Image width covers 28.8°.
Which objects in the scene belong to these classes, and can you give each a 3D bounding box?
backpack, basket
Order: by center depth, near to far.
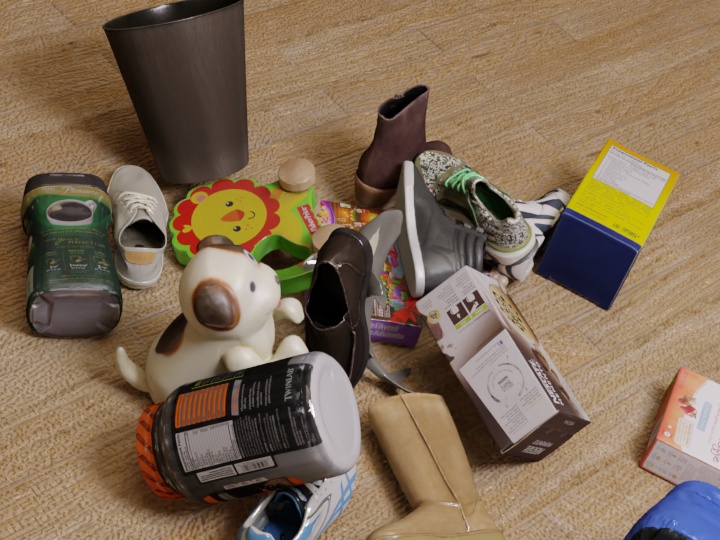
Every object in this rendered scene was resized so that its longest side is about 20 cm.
[{"bbox_3d":[0.322,0.302,1.376,0.162,0.201,0.168,33,43,17],"label":"backpack"},{"bbox_3d":[-0.209,-0.217,1.710,0.180,0.201,0.136,-19,23,-27],"label":"basket"}]

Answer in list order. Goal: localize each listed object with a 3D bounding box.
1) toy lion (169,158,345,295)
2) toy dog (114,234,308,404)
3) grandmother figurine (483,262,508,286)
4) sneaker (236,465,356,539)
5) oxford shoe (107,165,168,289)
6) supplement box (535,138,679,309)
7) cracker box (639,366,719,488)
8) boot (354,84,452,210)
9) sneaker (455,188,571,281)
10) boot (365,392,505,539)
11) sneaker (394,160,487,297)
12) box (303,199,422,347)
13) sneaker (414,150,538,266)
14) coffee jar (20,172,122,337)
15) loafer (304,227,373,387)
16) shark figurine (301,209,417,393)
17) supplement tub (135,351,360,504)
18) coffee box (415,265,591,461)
[{"bbox_3d":[-0.124,-0.042,1.655,0.191,0.069,0.200,-20,47,-11],"label":"toy lion"},{"bbox_3d":[-0.147,0.057,1.459,0.193,0.201,0.140,16,41,-4],"label":"toy dog"},{"bbox_3d":[0.128,0.017,1.717,0.121,0.061,0.200,-7,50,-38],"label":"grandmother figurine"},{"bbox_3d":[-0.057,0.229,1.408,0.072,0.073,0.200,28,41,12],"label":"sneaker"},{"bbox_3d":[-0.261,-0.064,1.655,0.075,0.058,0.201,2,42,-13],"label":"oxford shoe"},{"bbox_3d":[0.325,-0.063,1.837,0.108,0.110,0.200,28,43,10],"label":"supplement box"},{"bbox_3d":[0.438,0.211,1.625,0.199,0.058,0.134,26,42,7],"label":"cracker box"},{"bbox_3d":[0.073,-0.166,1.806,0.072,0.167,0.200,36,44,21],"label":"boot"},{"bbox_3d":[0.188,-0.071,1.816,0.129,0.080,0.199,29,43,10],"label":"sneaker"},{"bbox_3d":[0.048,0.221,1.467,0.174,0.066,0.201,6,42,-33],"label":"boot"},{"bbox_3d":[0.098,-0.051,1.702,0.099,0.071,0.201,-1,51,-10],"label":"sneaker"},{"bbox_3d":[0.000,0.000,1.698,0.136,0.039,0.201,8,43,-11],"label":"box"},{"bbox_3d":[0.141,-0.098,1.718,0.077,0.089,0.200,-38,60,-18],"label":"sneaker"},{"bbox_3d":[-0.324,-0.023,1.564,0.104,0.086,0.201,0,46,-16],"label":"coffee jar"},{"bbox_3d":[-0.035,0.052,1.512,0.073,0.201,0.071,17,30,26],"label":"loafer"},{"bbox_3d":[0.014,0.044,1.553,0.128,0.089,0.216,-7,91,-28],"label":"shark figurine"},{"bbox_3d":[-0.110,0.157,1.368,0.199,0.123,0.123,-15,37,20],"label":"supplement tub"},{"bbox_3d":[0.158,0.105,1.559,0.113,0.080,0.201,24,32,-59],"label":"coffee box"}]
